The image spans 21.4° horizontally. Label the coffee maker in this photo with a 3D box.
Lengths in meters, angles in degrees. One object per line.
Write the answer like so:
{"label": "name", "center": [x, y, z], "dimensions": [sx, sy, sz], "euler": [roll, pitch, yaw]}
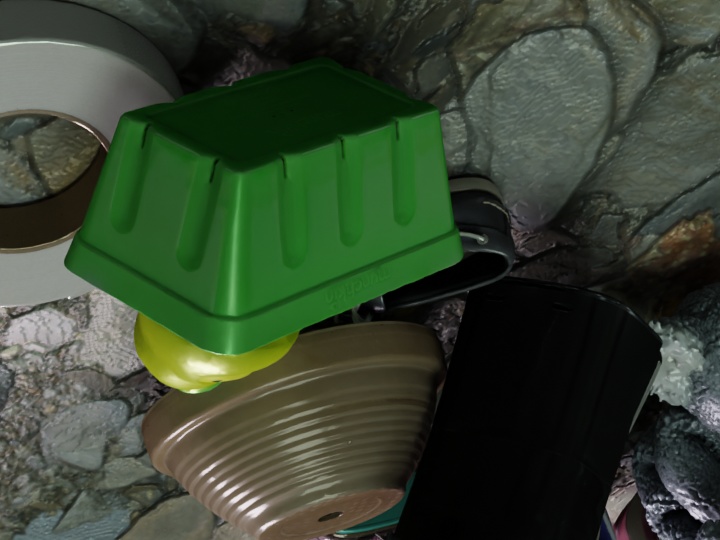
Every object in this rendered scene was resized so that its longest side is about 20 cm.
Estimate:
{"label": "coffee maker", "center": [0.104, 0.109, 1.171], "dimensions": [0.134, 0.201, 0.192], "euler": [14, 165, 11]}

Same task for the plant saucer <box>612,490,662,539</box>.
{"label": "plant saucer", "center": [0.273, 0.194, 1.400], "dimensions": [0.199, 0.201, 0.051], "euler": [-18, 119, -2]}

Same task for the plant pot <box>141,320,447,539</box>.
{"label": "plant pot", "center": [-0.032, 0.114, 1.213], "dimensions": [0.200, 0.093, 0.201], "euler": [-16, 162, -5]}

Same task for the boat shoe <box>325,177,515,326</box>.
{"label": "boat shoe", "center": [0.000, 0.000, 1.174], "dimensions": [0.199, 0.063, 0.073], "euler": [-17, 139, -4]}

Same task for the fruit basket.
{"label": "fruit basket", "center": [-0.059, -0.001, 1.055], "dimensions": [0.215, 0.155, 0.217], "euler": [-31, 135, -38]}

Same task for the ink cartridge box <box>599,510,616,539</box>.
{"label": "ink cartridge box", "center": [0.089, 0.217, 1.375], "dimensions": [0.195, 0.044, 0.200], "euler": [-24, 178, 5]}

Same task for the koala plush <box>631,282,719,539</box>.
{"label": "koala plush", "center": [0.260, 0.090, 1.321], "dimensions": [0.177, 0.184, 0.201], "euler": [-28, 123, -17]}

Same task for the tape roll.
{"label": "tape roll", "center": [-0.189, -0.060, 1.056], "dimensions": [0.201, 0.037, 0.204], "euler": [-11, 137, -10]}

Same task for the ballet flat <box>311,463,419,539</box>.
{"label": "ballet flat", "center": [0.054, 0.168, 1.380], "dimensions": [0.199, 0.070, 0.071], "euler": [-11, 156, -13]}
